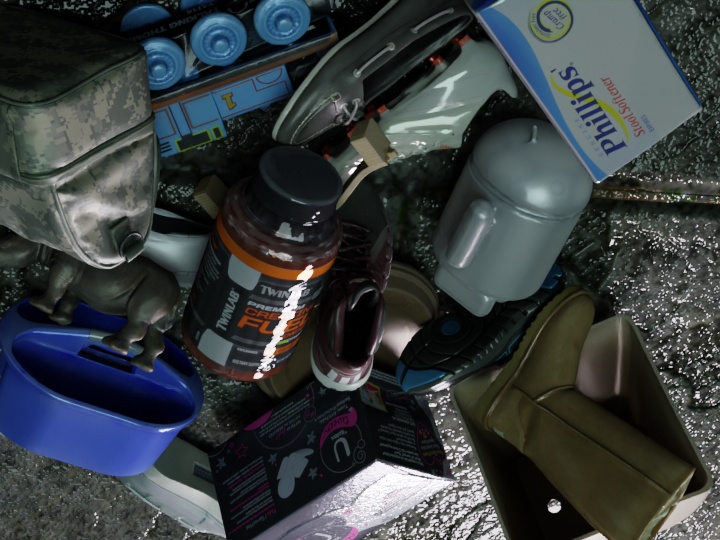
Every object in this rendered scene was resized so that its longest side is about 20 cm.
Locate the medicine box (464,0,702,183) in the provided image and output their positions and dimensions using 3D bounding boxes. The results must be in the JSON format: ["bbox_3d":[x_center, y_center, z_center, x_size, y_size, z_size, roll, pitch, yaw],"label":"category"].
[{"bbox_3d":[0.155,-0.201,0.934,0.103,0.200,0.182,-36,122,12],"label":"medicine box"}]

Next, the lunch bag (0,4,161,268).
[{"bbox_3d":[-0.257,-0.099,0.920,0.199,0.139,0.169,19,128,29],"label":"lunch bag"}]

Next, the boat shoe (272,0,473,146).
[{"bbox_3d":[0.012,-0.166,0.965,0.057,0.067,0.200,41,78,10],"label":"boat shoe"}]

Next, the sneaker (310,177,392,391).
[{"bbox_3d":[0.000,0.000,1.029,0.075,0.116,0.201,2,77,-10],"label":"sneaker"}]

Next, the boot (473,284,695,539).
[{"bbox_3d":[0.227,0.135,1.103,0.176,0.200,0.066,-56,148,4],"label":"boot"}]

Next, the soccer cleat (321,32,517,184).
[{"bbox_3d":[0.047,-0.125,1.038,0.200,0.069,0.078,-37,105,9],"label":"soccer cleat"}]

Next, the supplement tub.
[{"bbox_3d":[-0.079,-0.007,0.992,0.106,0.107,0.201,10,132,-17],"label":"supplement tub"}]

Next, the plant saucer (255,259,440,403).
[{"bbox_3d":[-0.011,0.072,1.153,0.199,0.030,0.201,-14,136,-14],"label":"plant saucer"}]

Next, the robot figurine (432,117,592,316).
[{"bbox_3d":[0.137,-0.054,1.070,0.113,0.169,0.201,36,126,17],"label":"robot figurine"}]

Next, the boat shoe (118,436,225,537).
[{"bbox_3d":[-0.168,0.237,1.239,0.071,0.070,0.201,-30,127,32],"label":"boat shoe"}]

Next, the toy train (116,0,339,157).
[{"bbox_3d":[-0.110,-0.175,0.972,0.199,0.087,0.115,-20,133,-2],"label":"toy train"}]

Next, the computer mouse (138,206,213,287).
[{"bbox_3d":[-0.146,-0.005,1.083,0.199,0.044,0.110,14,136,-17],"label":"computer mouse"}]

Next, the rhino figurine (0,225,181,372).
[{"bbox_3d":[-0.247,0.003,1.030,0.199,0.060,0.088,29,76,4],"label":"rhino figurine"}]

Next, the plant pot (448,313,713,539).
[{"bbox_3d":[0.229,0.200,1.211,0.199,0.201,0.177,-22,146,3],"label":"plant pot"}]

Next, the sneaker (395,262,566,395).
[{"bbox_3d":[0.125,0.072,1.156,0.199,0.073,0.082,-31,136,-15],"label":"sneaker"}]

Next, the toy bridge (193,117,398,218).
[{"bbox_3d":[-0.050,-0.075,1.023,0.199,0.027,0.067,-15,130,34],"label":"toy bridge"}]

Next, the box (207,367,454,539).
[{"bbox_3d":[-0.030,0.196,1.163,0.200,0.115,0.132,-35,143,26],"label":"box"}]

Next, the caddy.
[{"bbox_3d":[-0.242,0.098,1.083,0.199,0.142,0.105,22,119,-24],"label":"caddy"}]
